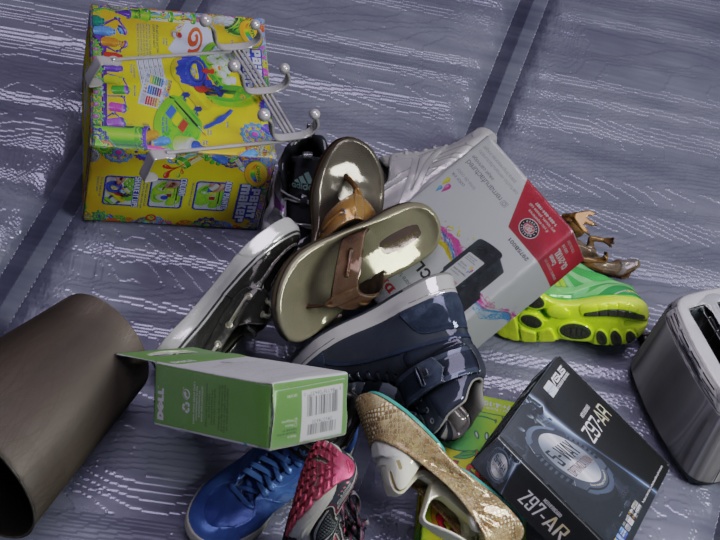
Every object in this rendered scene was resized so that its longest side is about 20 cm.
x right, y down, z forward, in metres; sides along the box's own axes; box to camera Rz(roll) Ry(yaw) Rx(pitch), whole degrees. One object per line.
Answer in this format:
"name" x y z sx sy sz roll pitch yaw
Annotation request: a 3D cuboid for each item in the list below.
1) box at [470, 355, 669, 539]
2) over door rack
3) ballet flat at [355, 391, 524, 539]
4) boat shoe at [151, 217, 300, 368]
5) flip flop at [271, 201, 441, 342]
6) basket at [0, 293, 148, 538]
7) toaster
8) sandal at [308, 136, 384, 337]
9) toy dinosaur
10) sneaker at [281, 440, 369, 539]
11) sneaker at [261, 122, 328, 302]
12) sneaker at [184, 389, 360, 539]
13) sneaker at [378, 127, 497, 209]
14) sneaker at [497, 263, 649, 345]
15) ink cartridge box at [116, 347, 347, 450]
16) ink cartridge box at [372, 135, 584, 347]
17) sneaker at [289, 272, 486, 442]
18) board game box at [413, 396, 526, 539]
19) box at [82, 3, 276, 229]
"box" 0.204 0.185 1.628 0.160 0.044 0.200 45 31 3
"over door rack" -0.155 -0.180 1.714 0.198 0.067 0.148 -17 58 -27
"ballet flat" 0.063 0.194 1.561 0.200 0.071 0.065 40 61 3
"boat shoe" -0.118 0.038 1.683 0.064 0.071 0.200 38 83 14
"flip flop" 0.000 0.000 1.644 0.199 0.082 0.057 -29 25 -19
"basket" -0.297 0.122 1.562 0.179 0.137 0.200 27 46 23
"toaster" 0.358 0.108 1.741 0.113 0.130 0.201 -9 56 -22
"sandal" -0.019 -0.033 1.685 0.081 0.054 0.202 23 77 -24
"toy dinosaur" 0.208 -0.036 1.856 0.199 0.106 0.061 30 75 3
"sneaker" -0.027 0.219 1.508 0.074 0.201 0.081 14 54 0
"sneaker" -0.063 -0.064 1.755 0.077 0.140 0.201 5 51 -11
"sneaker" -0.078 0.175 1.587 0.199 0.112 0.077 -29 64 -31
"sneaker" 0.071 -0.108 1.868 0.099 0.078 0.200 35 53 19
"sneaker" 0.204 0.033 1.809 0.198 0.075 0.084 10 26 -2
"ink cartridge box" -0.118 0.112 1.536 0.199 0.060 0.103 7 7 39
"ink cartridge box" 0.103 -0.011 1.737 0.200 0.083 0.146 -40 66 -1
"sneaker" 0.028 0.112 1.646 0.077 0.201 0.147 6 58 -62
"board game box" 0.107 0.215 1.646 0.101 0.048 0.201 12 51 -6
"box" -0.196 -0.163 1.810 0.190 0.122 0.201 3 52 -12
